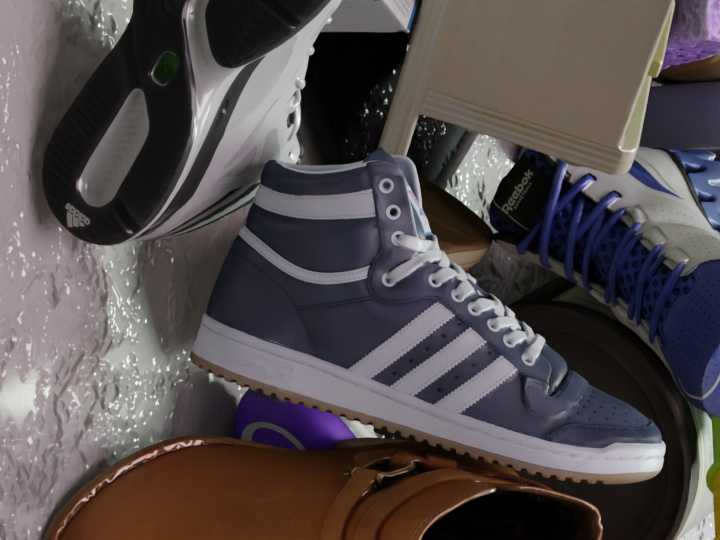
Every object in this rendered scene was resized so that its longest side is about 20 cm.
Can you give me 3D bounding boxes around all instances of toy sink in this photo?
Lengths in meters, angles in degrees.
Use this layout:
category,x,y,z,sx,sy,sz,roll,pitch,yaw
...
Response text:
category,x,y,z,sx,sy,sz,roll,pitch,yaw
toy sink,0.088,-0.127,1.353,0.130,0.112,0.200,-72,180,-52

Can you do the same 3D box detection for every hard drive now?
category,x,y,z,sx,sy,sz,roll,pitch,yaw
hard drive,0.197,-0.063,1.554,0.135,0.200,0.042,20,71,-56

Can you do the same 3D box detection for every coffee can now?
category,x,y,z,sx,sy,sz,roll,pitch,yaw
coffee can,0.142,0.061,1.527,0.200,0.146,0.147,-27,115,-55

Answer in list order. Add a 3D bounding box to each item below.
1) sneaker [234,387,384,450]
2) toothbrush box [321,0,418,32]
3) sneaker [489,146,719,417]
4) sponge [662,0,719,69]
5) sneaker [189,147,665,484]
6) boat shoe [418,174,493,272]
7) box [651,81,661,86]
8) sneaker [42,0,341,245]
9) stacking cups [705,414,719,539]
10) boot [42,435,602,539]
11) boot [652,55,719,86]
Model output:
category,x,y,z,sx,sy,sz,roll,pitch,yaw
sneaker,-0.023,0.149,1.335,0.100,0.070,0.200,-46,129,-45
toothbrush box,-0.016,-0.224,1.303,0.146,0.085,0.200,49,50,-49
sneaker,0.121,-0.007,1.394,0.199,0.115,0.081,-109,-141,-60
sponge,0.141,-0.153,1.482,0.030,0.200,0.112,10,83,-21
sneaker,0.039,0.015,1.232,0.070,0.200,0.109,-50,156,-85
boat shoe,0.000,0.000,1.376,0.065,0.071,0.200,-59,166,21
box,0.161,-0.183,1.645,0.110,0.035,0.200,-5,97,-59
sneaker,-0.046,-0.097,1.234,0.201,0.076,0.115,-53,164,12
stacking cups,0.186,0.050,1.424,0.061,0.060,0.200,51,30,-48
boot,-0.015,0.113,1.214,0.200,0.155,0.077,-4,97,-28
boot,0.209,-0.107,1.602,0.200,0.175,0.066,12,78,-36
